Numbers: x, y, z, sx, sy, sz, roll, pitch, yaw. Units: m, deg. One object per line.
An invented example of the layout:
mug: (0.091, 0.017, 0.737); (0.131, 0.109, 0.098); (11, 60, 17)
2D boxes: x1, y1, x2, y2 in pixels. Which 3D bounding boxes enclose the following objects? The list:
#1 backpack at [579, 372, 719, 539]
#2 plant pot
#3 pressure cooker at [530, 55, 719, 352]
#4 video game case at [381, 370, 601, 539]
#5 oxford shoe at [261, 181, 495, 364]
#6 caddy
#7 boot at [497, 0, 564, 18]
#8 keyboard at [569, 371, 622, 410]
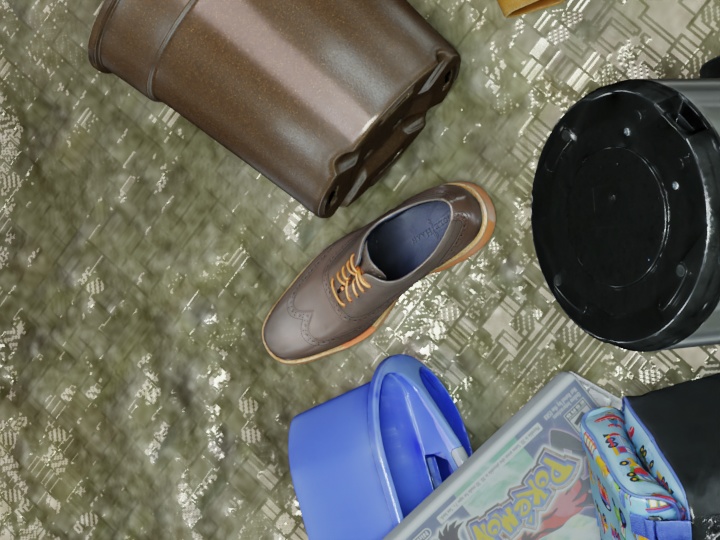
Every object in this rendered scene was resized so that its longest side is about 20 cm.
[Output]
backpack: (0.226, 0.187, 1.459); (0.134, 0.183, 0.200); (-12, 115, -4)
plant pot: (-0.051, -0.154, 1.604); (0.198, 0.200, 0.200); (42, 106, 9)
pressure cooker: (0.233, -0.036, 1.479); (0.179, 0.200, 0.176); (42, 125, 41)
video game case: (0.121, 0.199, 1.526); (0.200, 0.023, 0.182); (-42, 104, -11)
oxford shoe: (0.000, 0.000, 1.637); (0.200, 0.073, 0.071); (-38, 77, 19)
caddy: (0.035, 0.159, 1.588); (0.105, 0.141, 0.200); (-19, 84, 25)
boot: (0.081, -0.244, 1.601); (0.201, 0.071, 0.144); (-13, 82, 17)
keyboard: (0.214, 0.140, 1.581); (0.200, 0.011, 0.056); (29, 102, 20)
